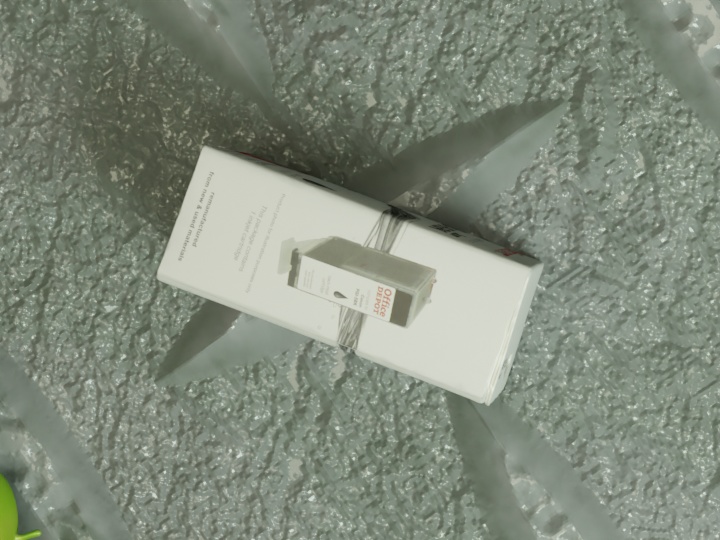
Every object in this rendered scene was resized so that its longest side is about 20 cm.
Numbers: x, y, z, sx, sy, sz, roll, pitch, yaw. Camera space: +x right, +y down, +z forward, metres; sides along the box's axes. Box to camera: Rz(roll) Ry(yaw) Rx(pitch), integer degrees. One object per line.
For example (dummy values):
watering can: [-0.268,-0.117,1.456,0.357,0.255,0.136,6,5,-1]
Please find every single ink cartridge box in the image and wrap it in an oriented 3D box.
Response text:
ink cartridge box: [0.000,0.000,1.241,0.200,0.147,0.083,20,94,6]

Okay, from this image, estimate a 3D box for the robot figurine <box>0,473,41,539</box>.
robot figurine: [-0.298,0.142,1.309,0.200,0.116,0.176,31,92,6]
